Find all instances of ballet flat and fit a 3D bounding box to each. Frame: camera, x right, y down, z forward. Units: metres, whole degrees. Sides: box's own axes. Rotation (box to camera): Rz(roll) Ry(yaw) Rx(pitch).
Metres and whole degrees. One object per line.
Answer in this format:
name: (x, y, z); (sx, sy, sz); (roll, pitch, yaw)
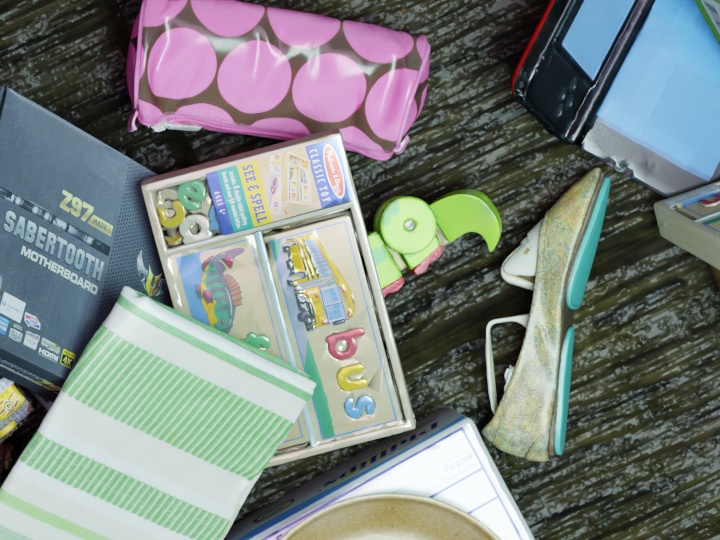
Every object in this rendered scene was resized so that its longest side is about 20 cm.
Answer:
ballet flat: (0.119, 0.026, 1.711); (0.070, 0.071, 0.201); (10, 90, -4)

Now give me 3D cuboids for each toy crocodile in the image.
toy crocodile: (0.000, 0.000, 1.696); (0.199, 0.068, 0.062); (-30, 93, -4)

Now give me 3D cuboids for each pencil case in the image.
pencil case: (-0.055, -0.125, 1.682); (0.199, 0.091, 0.094); (7, 80, -6)

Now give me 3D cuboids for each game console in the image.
game console: (0.209, -0.163, 1.690); (0.118, 0.172, 0.201); (27, 88, 22)

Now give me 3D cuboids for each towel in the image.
towel: (-0.137, 0.123, 1.603); (0.152, 0.023, 0.201); (27, 101, -26)

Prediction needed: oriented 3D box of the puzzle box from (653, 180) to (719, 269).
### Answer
puzzle box: (0.306, -0.052, 1.676); (0.199, 0.133, 0.026); (-20, 107, -10)

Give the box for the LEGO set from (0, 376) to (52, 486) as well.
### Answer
LEGO set: (-0.253, 0.136, 1.654); (0.199, 0.116, 0.154); (-32, 93, -3)

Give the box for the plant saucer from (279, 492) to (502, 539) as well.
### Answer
plant saucer: (0.017, 0.240, 1.611); (0.199, 0.035, 0.202); (0, 89, -6)

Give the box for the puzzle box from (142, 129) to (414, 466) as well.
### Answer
puzzle box: (-0.051, 0.022, 1.639); (0.132, 0.025, 0.201); (-15, 101, 1)

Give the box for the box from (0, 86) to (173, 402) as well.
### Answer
box: (-0.187, -0.004, 1.613); (0.200, 0.051, 0.159); (32, 60, -44)

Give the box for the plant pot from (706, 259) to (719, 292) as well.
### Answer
plant pot: (0.340, 0.057, 1.684); (0.185, 0.186, 0.201); (-18, 107, -4)

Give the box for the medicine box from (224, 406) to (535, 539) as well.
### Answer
medicine box: (0.034, 0.220, 1.684); (0.182, 0.103, 0.201); (-29, 92, -3)

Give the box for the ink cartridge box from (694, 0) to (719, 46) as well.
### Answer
ink cartridge box: (0.332, -0.194, 1.684); (0.200, 0.076, 0.148); (-39, 124, -4)
